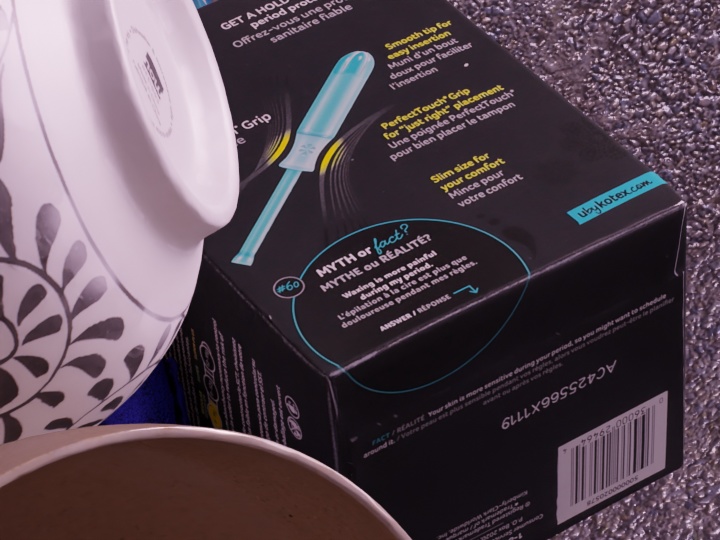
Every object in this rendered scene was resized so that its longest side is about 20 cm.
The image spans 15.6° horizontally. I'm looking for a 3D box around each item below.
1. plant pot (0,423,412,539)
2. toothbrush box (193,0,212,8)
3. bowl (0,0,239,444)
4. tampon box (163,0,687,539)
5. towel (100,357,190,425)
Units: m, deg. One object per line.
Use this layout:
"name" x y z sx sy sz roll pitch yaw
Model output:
"plant pot" -0.085 0.132 0.653 0.134 0.200 0.201 5 -52 54
"toothbrush box" -0.108 -0.026 1.259 0.085 0.146 0.201 55 13 -62
"bowl" -0.092 -0.041 0.716 0.201 0.094 0.202 -18 90 -77
"tampon box" 0.000 0.000 0.937 0.200 0.149 0.127 44 -30 42
"towel" -0.081 0.130 0.863 0.049 0.148 0.200 13 32 -22
